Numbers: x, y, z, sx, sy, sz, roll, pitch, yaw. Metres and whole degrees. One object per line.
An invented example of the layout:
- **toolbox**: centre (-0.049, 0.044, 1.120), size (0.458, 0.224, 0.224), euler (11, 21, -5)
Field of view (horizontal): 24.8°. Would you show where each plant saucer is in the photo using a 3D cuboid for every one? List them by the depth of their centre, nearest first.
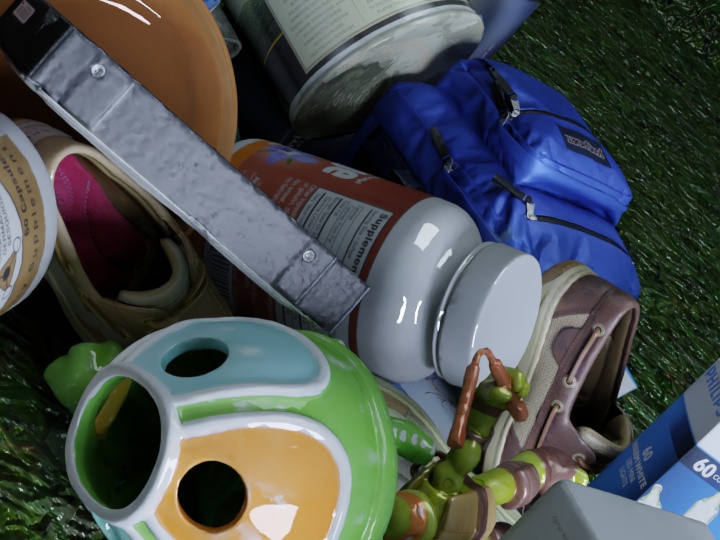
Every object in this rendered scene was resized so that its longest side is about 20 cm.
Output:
- **plant saucer**: centre (-0.153, -0.090, 0.891), size (0.200, 0.200, 0.037), euler (28, -13, -30)

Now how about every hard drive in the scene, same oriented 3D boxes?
- **hard drive**: centre (-0.094, -0.056, 0.825), size (0.200, 0.038, 0.140), euler (41, 0, -27)

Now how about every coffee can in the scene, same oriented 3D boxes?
- **coffee can**: centre (-0.027, -0.211, 1.111), size (0.146, 0.146, 0.200), euler (-4, 61, -60)

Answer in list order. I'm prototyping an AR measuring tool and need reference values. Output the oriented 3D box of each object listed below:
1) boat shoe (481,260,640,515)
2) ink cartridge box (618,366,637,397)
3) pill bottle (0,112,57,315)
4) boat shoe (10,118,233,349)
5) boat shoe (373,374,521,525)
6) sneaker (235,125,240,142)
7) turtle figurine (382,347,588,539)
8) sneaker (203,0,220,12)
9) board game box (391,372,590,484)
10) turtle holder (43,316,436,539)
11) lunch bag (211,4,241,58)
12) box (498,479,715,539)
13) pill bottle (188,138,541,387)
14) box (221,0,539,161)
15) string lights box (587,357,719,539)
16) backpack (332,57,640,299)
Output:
- **boat shoe**: centre (0.128, 0.097, 0.990), size (0.072, 0.200, 0.072), euler (27, 26, 37)
- **ink cartridge box**: centre (0.133, 0.009, 1.280), size (0.116, 0.067, 0.200), euler (53, 10, -41)
- **pill bottle**: centre (-0.222, -0.005, 0.706), size (0.114, 0.114, 0.200), euler (42, 22, 1)
- **boat shoe**: centre (-0.118, 0.003, 0.852), size (0.069, 0.074, 0.200), euler (12, -28, 47)
- **boat shoe**: centre (0.021, 0.126, 0.928), size (0.201, 0.073, 0.063), euler (44, 18, -16)
- **sneaker**: centre (-0.142, -0.067, 1.016), size (0.200, 0.071, 0.080), euler (-3, 50, -49)
- **turtle figurine**: centre (0.047, 0.135, 0.837), size (0.064, 0.200, 0.161), euler (19, 3, 34)
- **sneaker**: centre (-0.132, -0.159, 0.961), size (0.076, 0.077, 0.200), euler (47, 51, -23)
- **board game box**: centre (0.038, 0.065, 1.097), size (0.199, 0.043, 0.200), euler (21, 30, -45)
- **turtle holder**: centre (-0.069, 0.076, 0.776), size (0.132, 0.141, 0.186), euler (16, 35, -41)
- **lunch bag**: centre (-0.202, -0.189, 1.074), size (0.200, 0.118, 0.164), euler (17, 31, -38)
- **box**: centre (0.085, 0.216, 0.694), size (0.106, 0.200, 0.152), euler (20, 31, -39)
- **pill bottle**: centre (0.000, 0.000, 0.967), size (0.200, 0.112, 0.112), euler (20, 12, 26)
- **box**: centre (0.002, -0.187, 1.294), size (0.123, 0.200, 0.198), euler (51, 25, 20)
- **string lights box**: centre (0.182, 0.157, 0.961), size (0.103, 0.200, 0.059), euler (36, 23, -14)
- **backpack**: centre (0.089, -0.028, 1.079), size (0.162, 0.168, 0.200), euler (14, 36, -36)
